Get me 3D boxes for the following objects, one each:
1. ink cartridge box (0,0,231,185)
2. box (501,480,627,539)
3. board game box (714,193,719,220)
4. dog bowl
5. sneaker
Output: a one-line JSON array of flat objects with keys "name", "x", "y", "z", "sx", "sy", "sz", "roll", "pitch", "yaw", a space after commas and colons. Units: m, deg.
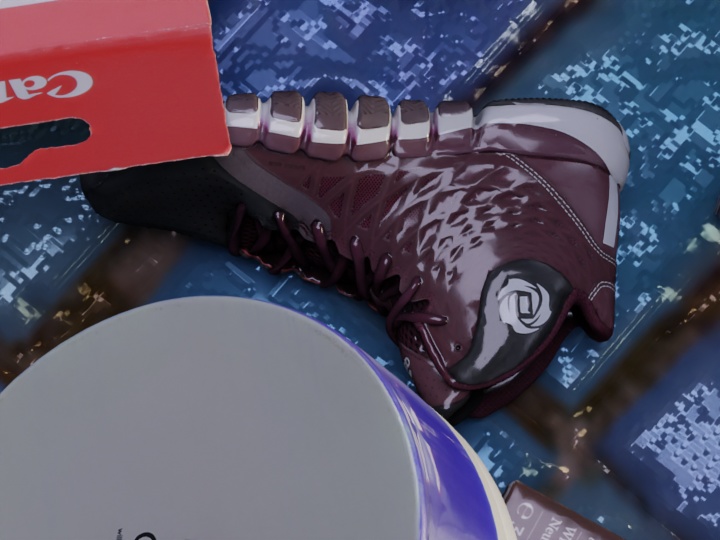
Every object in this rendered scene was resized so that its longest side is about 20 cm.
[{"name": "ink cartridge box", "x": -0.136, "y": -0.110, "z": 1.071, "sx": 0.161, "sy": 0.050, "sz": 0.200, "roll": -9, "pitch": 42, "yaw": -3}, {"name": "box", "x": 0.113, "y": 0.166, "z": 1.007, "sx": 0.200, "sy": 0.075, "sz": 0.100, "roll": 28, "pitch": 73, "yaw": 7}, {"name": "board game box", "x": 0.254, "y": -0.011, "z": 1.052, "sx": 0.159, "sy": 0.097, "sz": 0.200, "roll": -38, "pitch": 76, "yaw": -12}, {"name": "dog bowl", "x": -0.051, "y": 0.112, "z": 0.979, "sx": 0.200, "sy": 0.079, "sz": 0.200, "roll": -13, "pitch": 60, "yaw": 23}, {"name": "sneaker", "x": 0.000, "y": 0.000, "z": 1.063, "sx": 0.200, "sy": 0.076, "sz": 0.116, "roll": -2, "pitch": 74, "yaw": -1}]
